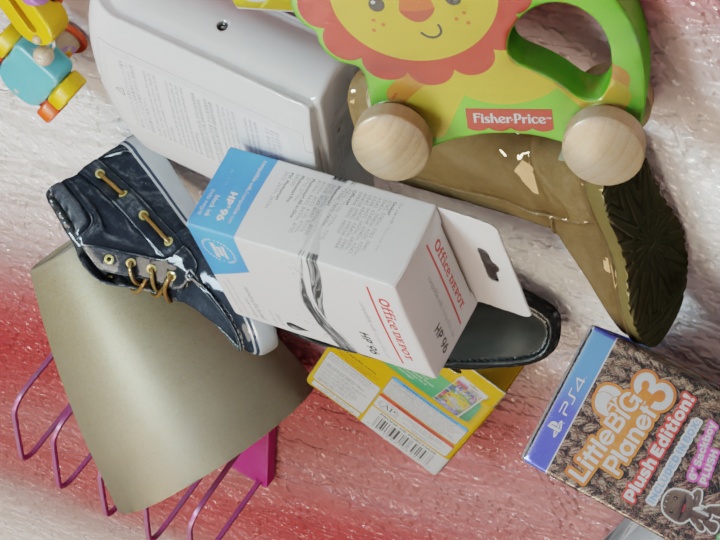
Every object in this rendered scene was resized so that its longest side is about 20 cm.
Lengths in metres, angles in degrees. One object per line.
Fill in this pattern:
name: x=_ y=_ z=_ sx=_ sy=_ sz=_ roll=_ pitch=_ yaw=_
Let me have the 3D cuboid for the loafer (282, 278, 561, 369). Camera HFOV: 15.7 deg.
loafer: x=0.036 y=0.035 z=1.793 sx=0.200 sy=0.068 sz=0.070 roll=7 pitch=-170 yaw=7

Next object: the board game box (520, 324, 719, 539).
board game box: x=0.225 y=0.127 z=1.670 sx=0.200 sy=0.097 sz=0.159 roll=29 pitch=-177 yaw=16

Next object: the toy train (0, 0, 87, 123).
toy train: x=-0.259 y=-0.197 z=1.865 sx=0.150 sy=0.056 sz=0.200 roll=24 pitch=149 yaw=29

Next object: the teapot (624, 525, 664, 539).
teapot: x=0.248 y=0.246 z=1.843 sx=0.200 sy=0.197 sz=0.146 roll=56 pitch=178 yaw=0

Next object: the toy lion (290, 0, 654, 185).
toy lion: x=0.062 y=-0.144 z=1.479 sx=0.200 sy=0.069 sz=0.192 roll=2 pitch=129 yaw=13

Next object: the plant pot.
plant pot: x=-0.167 y=0.057 z=2.062 sx=0.200 sy=0.187 sz=0.187 roll=56 pitch=152 yaw=-8

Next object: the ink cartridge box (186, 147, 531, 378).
ink cartridge box: x=0.000 y=0.000 z=1.698 sx=0.200 sy=0.068 sz=0.116 roll=16 pitch=154 yaw=27

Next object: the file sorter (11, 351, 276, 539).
file sorter: x=-0.190 y=0.148 z=2.280 sx=0.200 sy=0.125 sz=0.139 roll=31 pitch=155 yaw=13

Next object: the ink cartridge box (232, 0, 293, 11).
ink cartridge box: x=-0.043 y=-0.233 z=1.533 sx=0.198 sy=0.047 sz=0.200 roll=10 pitch=146 yaw=44

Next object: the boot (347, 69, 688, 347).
boot: x=0.101 y=-0.046 z=1.653 sx=0.200 sy=0.066 sz=0.175 roll=19 pitch=143 yaw=37

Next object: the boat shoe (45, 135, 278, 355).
boat shoe: x=-0.147 y=-0.002 z=1.930 sx=0.200 sy=0.091 sz=0.071 roll=53 pitch=162 yaw=19

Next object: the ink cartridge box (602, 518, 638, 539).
ink cartridge box: x=0.269 y=0.261 z=1.973 sx=0.200 sy=0.050 sz=0.109 roll=34 pitch=155 yaw=3

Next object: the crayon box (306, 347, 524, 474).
crayon box: x=0.043 y=0.069 z=1.930 sx=0.126 sy=0.052 sz=0.200 roll=36 pitch=156 yaw=2

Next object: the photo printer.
photo printer: x=-0.090 y=-0.122 z=1.751 sx=0.200 sy=0.069 sz=0.166 roll=25 pitch=154 yaw=22
